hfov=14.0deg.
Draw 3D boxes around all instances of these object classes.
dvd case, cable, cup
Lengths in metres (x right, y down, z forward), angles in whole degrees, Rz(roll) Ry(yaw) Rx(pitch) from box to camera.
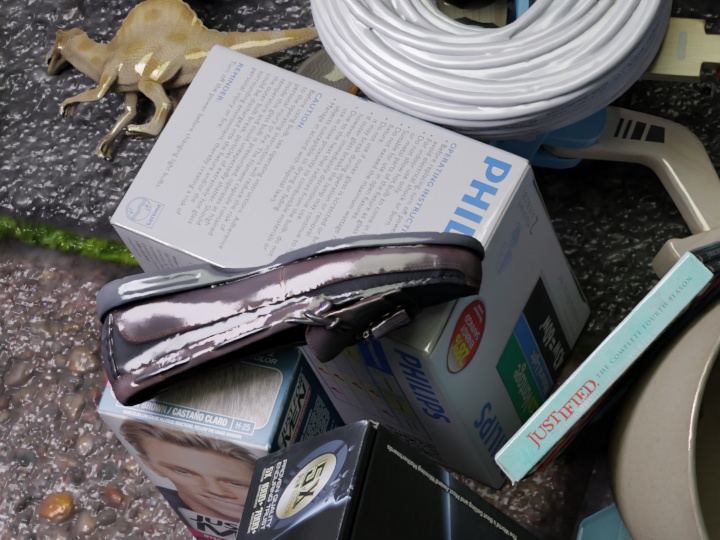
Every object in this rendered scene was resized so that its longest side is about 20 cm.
[{"bbox_3d":[0.140,0.044,1.528,0.022,0.200,0.146,44,101,9],"label":"dvd case"},{"bbox_3d":[0.071,-0.162,1.571,0.200,0.069,0.200,-22,64,1],"label":"cable"},{"bbox_3d":[0.207,0.097,1.486,0.143,0.200,0.200,-7,50,61],"label":"cup"}]

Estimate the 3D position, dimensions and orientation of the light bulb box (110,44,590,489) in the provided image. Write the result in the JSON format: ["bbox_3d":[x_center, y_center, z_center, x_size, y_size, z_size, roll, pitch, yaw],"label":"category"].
[{"bbox_3d":[0.000,0.000,1.605,0.200,0.198,0.125,22,72,23],"label":"light bulb box"}]

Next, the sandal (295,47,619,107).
[{"bbox_3d":[0.052,-0.111,1.731,0.200,0.055,0.082,6,65,18],"label":"sandal"}]

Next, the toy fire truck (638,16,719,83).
[{"bbox_3d":[0.211,-0.150,1.628,0.129,0.200,0.176,-33,51,40],"label":"toy fire truck"}]

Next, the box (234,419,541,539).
[{"bbox_3d":[0.027,0.197,1.439,0.086,0.200,0.164,-22,41,42],"label":"box"}]

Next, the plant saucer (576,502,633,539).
[{"bbox_3d":[0.116,0.213,1.537,0.019,0.070,0.200,22,64,-15],"label":"plant saucer"}]

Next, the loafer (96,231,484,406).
[{"bbox_3d":[-0.033,0.026,1.452,0.200,0.072,0.063,-9,71,13],"label":"loafer"}]

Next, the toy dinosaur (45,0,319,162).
[{"bbox_3d":[-0.114,-0.121,1.771,0.200,0.058,0.101,-2,70,21],"label":"toy dinosaur"}]

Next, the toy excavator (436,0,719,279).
[{"bbox_3d":[0.128,-0.091,1.656,0.200,0.100,0.195,6,67,-8],"label":"toy excavator"}]

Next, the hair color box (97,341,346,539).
[{"bbox_3d":[-0.060,0.099,1.567,0.100,0.200,0.061,11,66,20],"label":"hair color box"}]
